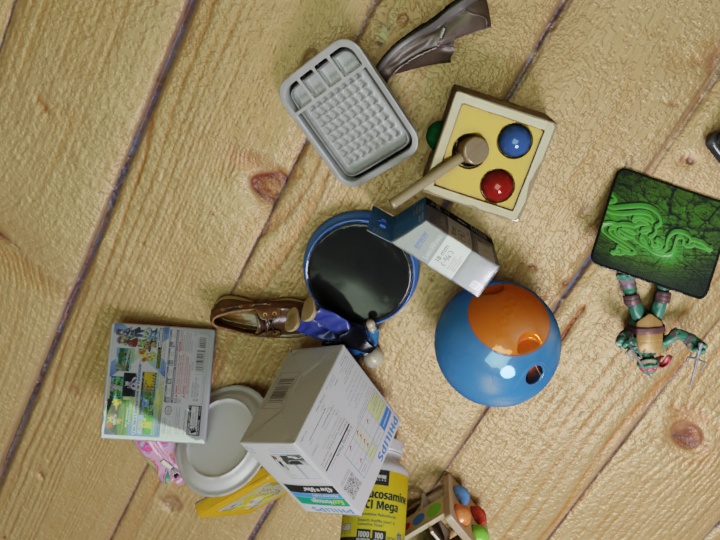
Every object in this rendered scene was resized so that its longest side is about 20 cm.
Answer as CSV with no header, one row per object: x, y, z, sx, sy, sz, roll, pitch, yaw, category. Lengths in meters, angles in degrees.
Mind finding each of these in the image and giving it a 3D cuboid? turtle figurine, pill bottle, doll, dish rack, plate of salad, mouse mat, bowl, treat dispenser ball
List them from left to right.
-0.238,0.302,1.310,0.199,0.201,0.048,-24,144,13,plate of salad
-0.035,0.114,1.249,0.136,0.049,0.200,-32,133,32,doll
-0.013,-0.241,1.130,0.171,0.044,0.200,-25,107,38,dish rack
0.000,0.000,1.241,0.199,0.039,0.202,1,109,4,bowl
0.026,0.400,1.295,0.112,0.201,0.113,4,154,2,pill bottle
0.218,0.116,1.178,0.199,0.201,0.202,2,110,4,treat dispenser ball
0.474,0.100,1.204,0.149,0.101,0.201,-7,93,-11,turtle figurine
0.477,-0.058,1.166,0.199,0.008,0.162,18,88,-1,mouse mat

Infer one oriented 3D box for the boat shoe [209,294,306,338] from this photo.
-0.162,0.088,1.270,0.199,0.068,0.072,5,110,3,boat shoe

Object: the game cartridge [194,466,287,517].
-0.170,0.390,1.334,0.199,0.176,0.033,-30,66,15,game cartridge

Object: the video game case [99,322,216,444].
-0.354,0.197,1.293,0.181,0.022,0.201,4,83,-5,video game case

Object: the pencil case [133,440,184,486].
-0.378,0.299,1.354,0.087,0.087,0.201,-26,104,13,pencil case

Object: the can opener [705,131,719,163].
0.619,-0.149,1.139,0.200,0.053,0.067,46,75,-11,can opener

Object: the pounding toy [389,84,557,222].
0.165,-0.168,1.112,0.199,0.142,0.185,18,110,-2,pounding toy

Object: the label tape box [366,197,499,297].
0.114,-0.056,1.154,0.199,0.144,0.063,31,109,-7,label tape box

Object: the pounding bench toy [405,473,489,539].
0.148,0.492,1.318,0.156,0.200,0.124,-36,103,16,pounding bench toy

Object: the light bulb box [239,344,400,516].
-0.059,0.264,1.220,0.124,0.199,0.200,-9,128,38,light bulb box

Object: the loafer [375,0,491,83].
0.110,-0.335,1.094,0.199,0.073,0.071,-32,104,15,loafer
